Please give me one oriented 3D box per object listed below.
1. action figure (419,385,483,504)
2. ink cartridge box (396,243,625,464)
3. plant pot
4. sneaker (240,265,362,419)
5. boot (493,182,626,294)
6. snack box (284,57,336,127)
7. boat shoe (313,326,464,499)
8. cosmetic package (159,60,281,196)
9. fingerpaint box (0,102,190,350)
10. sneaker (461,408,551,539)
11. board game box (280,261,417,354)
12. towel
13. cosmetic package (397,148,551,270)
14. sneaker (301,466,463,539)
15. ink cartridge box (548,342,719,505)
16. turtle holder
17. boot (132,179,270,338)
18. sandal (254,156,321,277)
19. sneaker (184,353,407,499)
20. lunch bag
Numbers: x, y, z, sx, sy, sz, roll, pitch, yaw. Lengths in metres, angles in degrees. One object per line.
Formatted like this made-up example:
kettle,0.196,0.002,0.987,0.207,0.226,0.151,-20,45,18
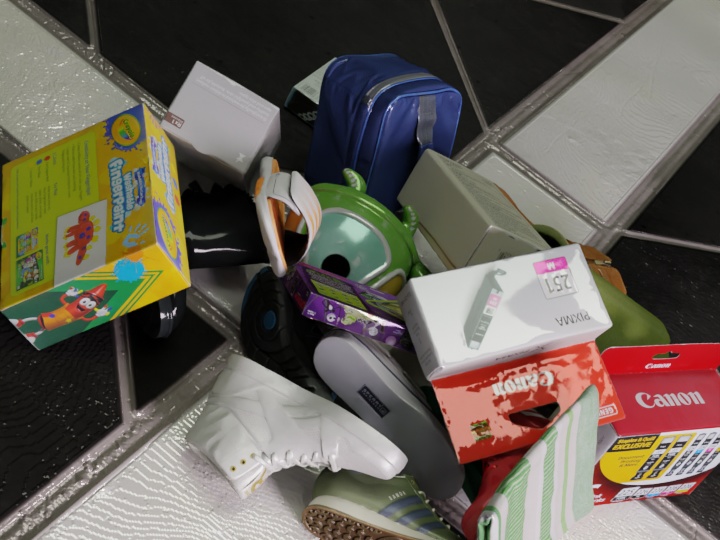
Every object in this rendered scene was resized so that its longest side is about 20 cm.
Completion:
action figure,0.100,0.182,1.327,0.200,0.055,0.118,42,42,9
ink cartridge box,0.153,0.076,1.246,0.198,0.044,0.175,-11,69,-25
plant pot,0.236,0.078,1.444,0.189,0.200,0.201,23,37,-28
sneaker,-0.062,0.086,1.330,0.081,0.073,0.201,8,49,-44
boot,0.237,-0.028,1.619,0.154,0.077,0.201,-7,54,-35
snack box,0.012,-0.190,1.689,0.199,0.037,0.116,37,39,9
boat shoe,0.034,0.134,1.277,0.200,0.072,0.066,46,30,0
cosmetic package,-0.149,-0.148,1.421,0.106,0.200,0.091,30,81,-2
fingerpaint box,-0.259,-0.045,1.265,0.165,0.074,0.201,-23,47,9
sneaker,0.126,0.187,1.258,0.115,0.079,0.199,38,30,20
board game box,0.023,0.046,1.296,0.198,0.033,0.120,20,15,-18
towel,0.163,0.217,1.184,0.023,0.154,0.200,20,39,32
cosmetic package,0.125,-0.047,1.420,0.103,0.073,0.200,24,17,-27
sneaker,0.048,0.233,1.226,0.198,0.067,0.090,24,44,-3
ink cartridge box,0.305,0.163,1.377,0.198,0.176,0.084,-1,47,-32
turtle holder,-0.009,-0.001,1.412,0.186,0.140,0.132,50,53,-24
boot,-0.170,-0.016,1.354,0.161,0.074,0.199,-5,42,-29
sandal,-0.071,-0.070,1.322,0.059,0.080,0.207,-12,28,2
sneaker,-0.064,0.171,1.196,0.199,0.074,0.116,24,68,19
lunch bag,0.029,-0.141,1.527,0.135,0.202,0.132,-13,36,-38
